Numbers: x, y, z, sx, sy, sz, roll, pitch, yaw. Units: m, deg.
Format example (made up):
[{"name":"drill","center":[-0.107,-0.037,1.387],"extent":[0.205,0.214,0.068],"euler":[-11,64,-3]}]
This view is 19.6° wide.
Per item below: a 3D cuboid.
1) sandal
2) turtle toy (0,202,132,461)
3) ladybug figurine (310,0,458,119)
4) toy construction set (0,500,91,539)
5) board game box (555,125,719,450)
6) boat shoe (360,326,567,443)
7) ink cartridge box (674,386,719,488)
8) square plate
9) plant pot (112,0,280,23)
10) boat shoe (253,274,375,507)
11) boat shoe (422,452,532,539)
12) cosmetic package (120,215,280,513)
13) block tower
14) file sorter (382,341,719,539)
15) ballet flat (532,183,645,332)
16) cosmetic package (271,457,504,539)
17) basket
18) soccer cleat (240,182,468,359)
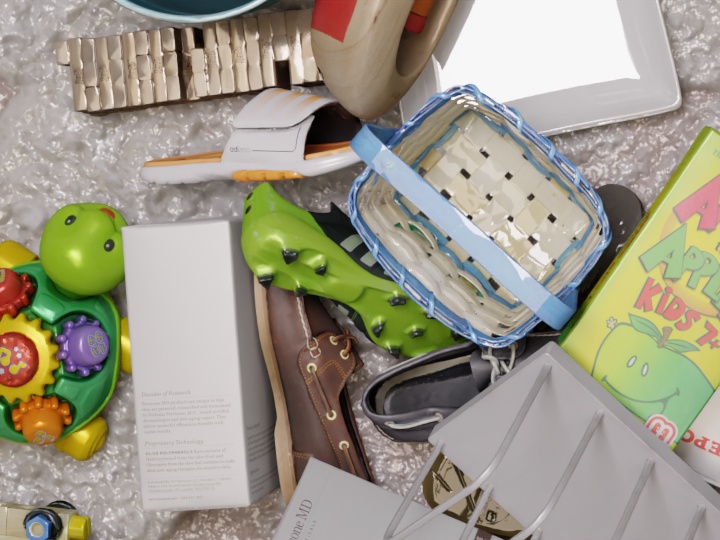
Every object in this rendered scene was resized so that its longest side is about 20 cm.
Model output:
[{"name":"sandal","center":[-0.073,-0.096,1.456],"extent":[0.205,0.079,0.060],"euler":[-3,101,30]},{"name":"turtle toy","center":[-0.226,0.040,1.499],"extent":[0.145,0.101,0.201],"euler":[31,97,7]},{"name":"ladybug figurine","center":[0.023,-0.203,1.405],"extent":[0.072,0.136,0.201],"euler":[26,96,17]},{"name":"toy construction set","center":[-0.255,0.235,1.525],"extent":[0.198,0.092,0.132],"euler":[3,94,-2]},{"name":"board game box","center":[0.212,0.017,1.364],"extent":[0.101,0.048,0.201],"euler":[34,98,1]},{"name":"boat shoe","center":[0.093,0.080,1.432],"extent":[0.199,0.063,0.073],"euler":[-13,73,23]},{"name":"ink cartridge box","center":[0.292,0.055,1.424],"extent":[0.145,0.084,0.201],"euler":[24,97,8]},{"name":"square plate","center":[0.111,-0.191,1.471],"extent":[0.197,0.028,0.202],"euler":[-12,91,10]},{"name":"plant pot","center":[-0.095,-0.265,1.420],"extent":[0.198,0.188,0.202],"euler":[0,93,9]},{"name":"boat shoe","center":[-0.030,0.072,1.486],"extent":[0.070,0.070,0.202],"euler":[-7,100,16]},{"name":"boat shoe","center":[0.139,0.176,1.475],"extent":[0.199,0.063,0.074],"euler":[18,91,2]},{"name":"cosmetic package","center":[-0.110,0.064,1.479],"extent":[0.084,0.108,0.202],"euler":[-5,90,11]},{"name":"block tower","center":[-0.115,-0.149,1.497],"extent":[0.198,0.054,0.058],"euler":[-5,91,10]},{"name":"file sorter","center":[0.134,0.177,1.344],"extent":[0.200,0.125,0.139],"euler":[42,136,-7]},{"name":"ballet flat","center":[0.155,0.037,1.471],"extent":[0.067,0.046,0.201],"euler":[17,90,30]},{"name":"cosmetic package","center":[0.029,0.225,1.425],"extent":[0.199,0.113,0.081],"euler":[23,135,0]},{"name":"basket","center":[0.080,-0.032,1.370],"extent":[0.176,0.200,0.139],"euler":[44,97,7]},{"name":"soccer cleat","center":[0.000,0.000,1.451],"extent":[0.199,0.081,0.067],"euler":[29,126,-33]}]
